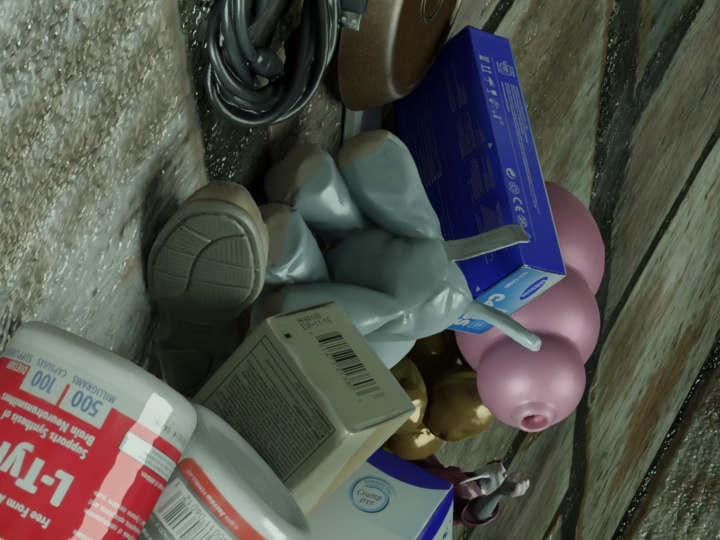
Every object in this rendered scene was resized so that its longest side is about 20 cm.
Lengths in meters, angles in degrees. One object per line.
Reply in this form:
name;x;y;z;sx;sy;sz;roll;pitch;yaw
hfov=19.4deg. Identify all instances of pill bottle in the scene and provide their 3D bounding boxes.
pill bottle;-0.135;0.181;1.223;0.200;0.116;0.116;-41;163;4
pill bottle;-0.179;0.138;1.127;0.200;0.112;0.112;-63;163;-12

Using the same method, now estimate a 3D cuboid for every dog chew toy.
dog chew toy;0.121;0.030;1.553;0.125;0.124;0.200;91;-1;-52

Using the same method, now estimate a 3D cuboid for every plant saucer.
plant saucer;0.040;-0.201;1.455;0.200;0.034;0.201;19;90;-75

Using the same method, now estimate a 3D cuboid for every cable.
cable;-0.042;-0.179;1.252;0.163;0.051;0.200;-49;159;-32

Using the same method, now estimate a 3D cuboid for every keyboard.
keyboard;0.005;-0.136;1.502;0.200;0.011;0.056;96;19;-46

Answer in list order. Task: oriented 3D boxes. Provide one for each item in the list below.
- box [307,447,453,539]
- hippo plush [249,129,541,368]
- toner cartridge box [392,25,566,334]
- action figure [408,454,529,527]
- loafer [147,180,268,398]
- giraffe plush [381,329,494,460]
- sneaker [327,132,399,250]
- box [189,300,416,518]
box;-0.035;0.201;1.524;0.105;0.184;0.200;-54;159;-30
hippo plush;0.000;0.000;1.445;0.161;0.200;0.160;124;-38;-71
toner cartridge box;0.081;-0.065;1.504;0.043;0.200;0.095;11;146;-36
action figure;0.050;0.198;1.750;0.200;0.134;0.149;-4;124;-35
loafer;-0.092;0.003;1.311;0.200;0.072;0.063;102;3;-52
giraffe plush;0.030;0.082;1.666;0.162;0.172;0.200;114;-28;-44
sneaker;0.034;-0.038;1.597;0.200;0.075;0.090;-59;166;-23
box;-0.069;0.119;1.327;0.200;0.095;0.078;-46;163;31
